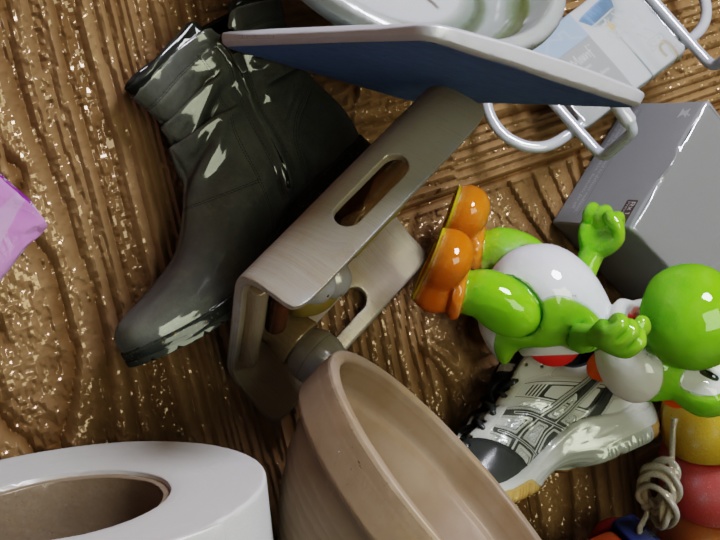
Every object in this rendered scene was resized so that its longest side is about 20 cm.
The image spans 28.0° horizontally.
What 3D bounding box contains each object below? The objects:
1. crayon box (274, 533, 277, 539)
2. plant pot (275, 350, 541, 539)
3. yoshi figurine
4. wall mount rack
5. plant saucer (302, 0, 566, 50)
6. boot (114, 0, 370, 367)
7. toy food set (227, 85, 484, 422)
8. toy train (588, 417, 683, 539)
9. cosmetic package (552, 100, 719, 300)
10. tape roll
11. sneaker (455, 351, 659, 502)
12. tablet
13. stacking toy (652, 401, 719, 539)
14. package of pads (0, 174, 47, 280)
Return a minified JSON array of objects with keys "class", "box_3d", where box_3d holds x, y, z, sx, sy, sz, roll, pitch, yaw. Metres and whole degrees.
[{"class":"crayon box","box_3d":[0.008,0.231,0.783,0.118,0.058,0.201,13,52,-12]},{"class":"plant pot","box_3d":[0.021,0.144,0.726,0.093,0.201,0.201,-41,117,9]},{"class":"yoshi figurine","box_3d":[0.138,0.012,0.836,0.199,0.112,0.113,25,83,1]},{"class":"wall mount rack","box_3d":[0.144,-0.172,0.905,0.200,0.075,0.174,-38,84,-25]},{"class":"plant saucer","box_3d":[0.016,-0.174,0.795,0.199,0.050,0.201,16,45,-16]},{"class":"boot","box_3d":[-0.088,-0.053,0.780,0.200,0.068,0.131,-46,108,-27]},{"class":"toy food set","box_3d":[0.000,0.000,0.768,0.060,0.200,0.144,41,70,8]},{"class":"toy train","box_3d":[0.139,0.190,0.913,0.115,0.085,0.202,-5,109,-18]},{"class":"cosmetic package","box_3d":[0.234,-0.011,0.965,0.200,0.090,0.107,43,72,-24]},{"class":"tape roll","box_3d":[-0.135,0.175,0.681,0.201,0.202,0.140,-10,100,-31]},{"class":"sneaker","box_3d":[0.091,0.097,0.903,0.199,0.076,0.088,-19,86,-30]},{"class":"tablet","box_3d":[0.028,-0.101,0.709,0.129,0.200,0.014,11,90,-32]},{"class":"stacking toy","box_3d":[0.239,0.104,0.924,0.146,0.146,0.201,-37,122,-24]},{"class":"package of pads","box_3d":[-0.255,0.011,0.665,0.121,0.075,0.200,46,71,-28]}]
